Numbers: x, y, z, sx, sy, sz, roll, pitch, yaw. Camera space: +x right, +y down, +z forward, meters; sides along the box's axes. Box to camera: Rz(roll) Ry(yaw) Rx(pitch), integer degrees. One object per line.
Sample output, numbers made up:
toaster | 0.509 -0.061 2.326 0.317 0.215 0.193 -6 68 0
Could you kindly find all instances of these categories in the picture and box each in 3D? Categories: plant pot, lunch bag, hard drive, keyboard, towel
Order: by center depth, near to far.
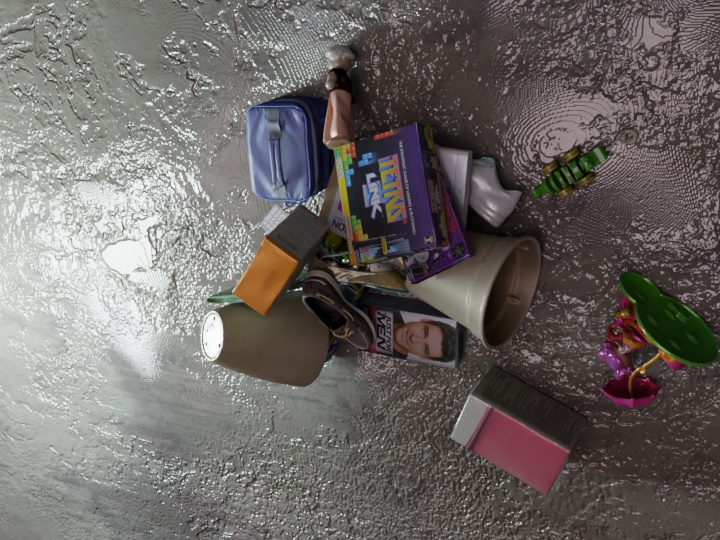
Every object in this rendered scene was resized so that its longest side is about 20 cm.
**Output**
hard drive | 0.088 -0.149 1.539 0.198 0.027 0.133 11 108 24
plant pot | 0.184 0.009 1.552 0.182 0.200 0.203 23 117 31
lunch bag | -0.132 -0.215 1.653 0.134 0.132 0.202 4 109 26
keyboard | -0.099 -0.038 1.682 0.200 0.011 0.056 42 121 0
plant pot | -0.192 0.127 1.700 0.186 0.198 0.190 -7 82 53
towel | -0.176 0.032 1.721 0.151 0.200 0.024 -4 100 28

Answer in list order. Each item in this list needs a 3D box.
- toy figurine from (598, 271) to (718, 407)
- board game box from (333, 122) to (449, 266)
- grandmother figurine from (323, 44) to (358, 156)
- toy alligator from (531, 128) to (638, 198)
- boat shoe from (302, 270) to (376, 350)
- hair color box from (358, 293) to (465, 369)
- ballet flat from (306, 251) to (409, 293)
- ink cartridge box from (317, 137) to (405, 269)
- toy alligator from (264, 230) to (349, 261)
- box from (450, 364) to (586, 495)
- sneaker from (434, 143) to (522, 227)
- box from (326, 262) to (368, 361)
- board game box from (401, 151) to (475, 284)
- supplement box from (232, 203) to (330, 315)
toy figurine | 0.455 0.136 1.492 0.201 0.149 0.185 52 134 28
board game box | 0.049 -0.121 1.475 0.164 0.056 0.202 -13 82 32
grandmother figurine | -0.036 -0.304 1.570 0.060 0.121 0.202 -5 70 9
toy alligator | 0.358 -0.169 1.464 0.199 0.054 0.060 -32 92 32
boat shoe | -0.040 0.085 1.637 0.071 0.060 0.200 -14 131 31
hair color box | 0.096 0.112 1.692 0.198 0.061 0.100 8 111 24
ballet flat | 0.000 0.000 1.631 0.198 0.071 0.071 6 111 9
ink cartridge box | 0.036 -0.122 1.634 0.199 0.075 0.166 27 116 16
toy alligator | -0.086 -0.065 1.724 0.198 0.055 0.060 15 149 18
box | 0.283 0.283 1.616 0.199 0.128 0.110 29 119 16
sneaker | 0.190 -0.169 1.551 0.200 0.075 0.089 43 101 11
box | -0.056 0.088 1.760 0.070 0.064 0.201 34 119 12
board game box | 0.102 -0.093 1.490 0.119 0.032 0.202 -25 76 25
supplement box | -0.136 -0.023 1.585 0.073 0.200 0.127 34 114 0
